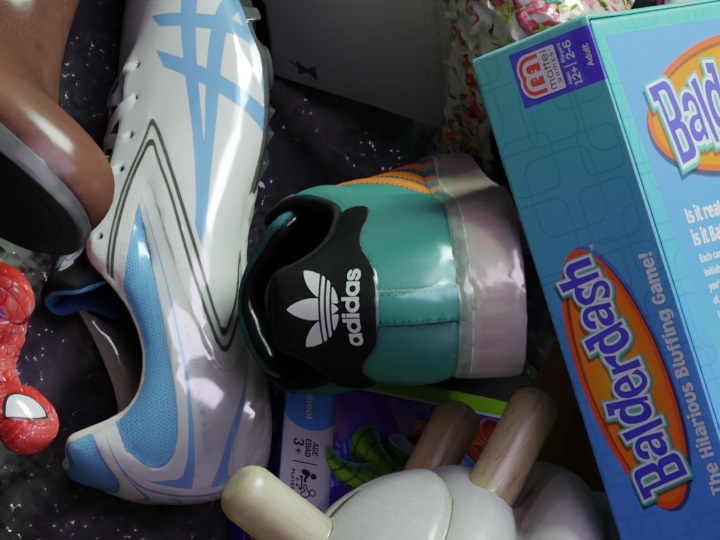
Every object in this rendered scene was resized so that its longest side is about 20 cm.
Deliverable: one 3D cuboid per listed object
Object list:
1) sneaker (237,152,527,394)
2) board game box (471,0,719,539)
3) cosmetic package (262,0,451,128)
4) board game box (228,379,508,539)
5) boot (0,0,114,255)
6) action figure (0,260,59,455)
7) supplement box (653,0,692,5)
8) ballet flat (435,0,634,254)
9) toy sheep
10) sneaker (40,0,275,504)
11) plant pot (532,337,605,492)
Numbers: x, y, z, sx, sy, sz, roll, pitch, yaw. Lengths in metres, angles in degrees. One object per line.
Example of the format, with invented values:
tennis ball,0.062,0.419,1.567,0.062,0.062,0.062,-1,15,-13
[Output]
sneaker,0.000,0.000,0.886,0.079,0.200,0.072,-3,91,-5
board game box,0.117,0.020,0.833,0.152,0.045,0.201,-13,86,-53
cosmetic package,0.041,-0.161,0.990,0.084,0.108,0.201,18,60,16
board game box,0.022,0.140,0.918,0.134,0.045,0.201,12,67,-21
boot,-0.070,-0.110,0.893,0.199,0.069,0.188,-34,44,-14
action figure,-0.170,-0.011,0.856,0.200,0.065,0.099,46,20,-5
supplement box,0.161,-0.064,0.988,0.103,0.101,0.201,-14,87,4
ballet flat,0.060,-0.046,0.925,0.075,0.200,0.064,-14,57,3
toy sheep,0.041,0.114,0.835,0.200,0.138,0.138,35,60,-14
sneaker,-0.067,-0.023,0.923,0.072,0.072,0.201,4,67,-16
plant pot,0.146,0.075,0.917,0.198,0.027,0.202,0,88,-2
